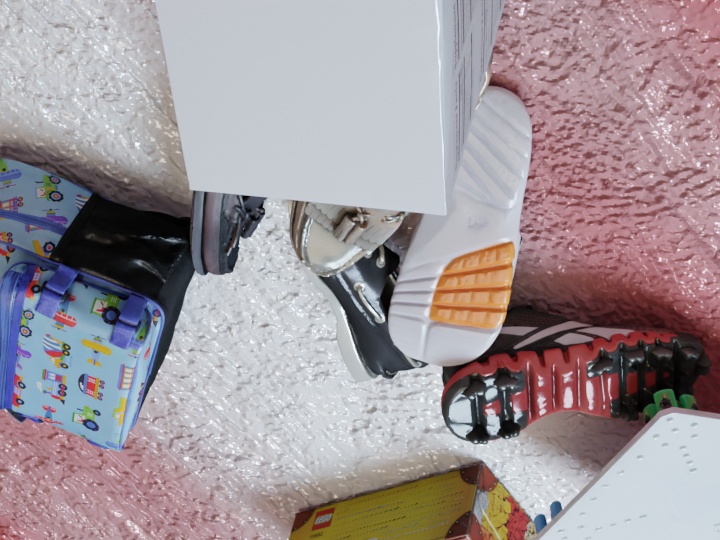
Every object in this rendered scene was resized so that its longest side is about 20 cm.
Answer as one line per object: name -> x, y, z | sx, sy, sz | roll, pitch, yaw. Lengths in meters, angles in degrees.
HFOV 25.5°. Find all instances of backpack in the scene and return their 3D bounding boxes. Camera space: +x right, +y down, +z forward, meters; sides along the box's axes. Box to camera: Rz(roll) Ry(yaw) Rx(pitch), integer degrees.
backpack -> -0.236, 0.019, 1.172 | 0.199, 0.135, 0.183 | 23, 135, -2

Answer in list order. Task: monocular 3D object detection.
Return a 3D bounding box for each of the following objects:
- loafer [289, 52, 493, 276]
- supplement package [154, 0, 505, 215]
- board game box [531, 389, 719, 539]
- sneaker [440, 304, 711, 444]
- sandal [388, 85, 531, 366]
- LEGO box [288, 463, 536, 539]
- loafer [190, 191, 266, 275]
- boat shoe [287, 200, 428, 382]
loafer -> 0.017, -0.072, 1.008 | 0.072, 0.063, 0.201 | 26, 114, -21
supplement package -> -0.008, -0.158, 0.878 | 0.150, 0.201, 0.151 | 6, 135, 12
board game box -> 0.255, 0.160, 1.188 | 0.198, 0.026, 0.200 | 10, 139, -23
sneaker -> 0.148, 0.064, 1.143 | 0.199, 0.098, 0.071 | -9, 124, -7
sandal -> 0.078, -0.031, 1.084 | 0.079, 0.059, 0.208 | 19, 115, 8
LEGO box -> 0.054, 0.259, 1.356 | 0.199, 0.078, 0.149 | -19, 126, 31
loafer -> -0.080, -0.070, 1.083 | 0.062, 0.072, 0.201 | 9, 133, 2
boat shoe -> 0.000, 0.000, 1.122 | 0.060, 0.074, 0.201 | -9, 127, 17
